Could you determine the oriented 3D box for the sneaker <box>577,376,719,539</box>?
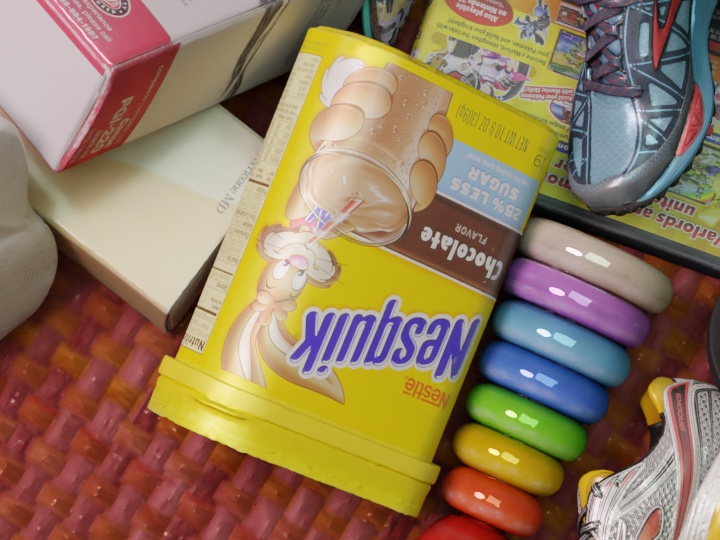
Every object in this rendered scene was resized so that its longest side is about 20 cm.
[{"bbox_3d":[0.134,0.145,1.293,0.082,0.078,0.201,27,72,5],"label":"sneaker"}]

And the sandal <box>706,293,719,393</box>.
[{"bbox_3d":[0.240,-0.009,1.309,0.075,0.045,0.200,35,70,9],"label":"sandal"}]

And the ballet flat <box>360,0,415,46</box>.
[{"bbox_3d":[0.022,-0.216,1.334,0.071,0.072,0.202,-7,82,-4],"label":"ballet flat"}]

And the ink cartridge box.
[{"bbox_3d":[-0.106,-0.151,1.255,0.199,0.085,0.146,-28,71,-42],"label":"ink cartridge box"}]

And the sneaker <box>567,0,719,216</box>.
[{"bbox_3d":[0.126,-0.128,1.283,0.079,0.095,0.202,-1,70,41],"label":"sneaker"}]

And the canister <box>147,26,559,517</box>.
[{"bbox_3d":[0.000,0.000,1.261,0.148,0.086,0.201,23,88,-33],"label":"canister"}]

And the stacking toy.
[{"bbox_3d":[0.080,0.079,1.299,0.085,0.085,0.201,24,88,1],"label":"stacking toy"}]

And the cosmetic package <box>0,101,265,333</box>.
[{"bbox_3d":[-0.144,-0.072,1.306,0.199,0.071,0.105,36,81,3],"label":"cosmetic package"}]

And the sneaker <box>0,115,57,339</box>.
[{"bbox_3d":[-0.199,-0.034,1.249,0.075,0.201,0.088,-34,65,-25],"label":"sneaker"}]

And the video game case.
[{"bbox_3d":[0.130,-0.111,1.349,0.199,0.026,0.182,19,81,-1],"label":"video game case"}]
